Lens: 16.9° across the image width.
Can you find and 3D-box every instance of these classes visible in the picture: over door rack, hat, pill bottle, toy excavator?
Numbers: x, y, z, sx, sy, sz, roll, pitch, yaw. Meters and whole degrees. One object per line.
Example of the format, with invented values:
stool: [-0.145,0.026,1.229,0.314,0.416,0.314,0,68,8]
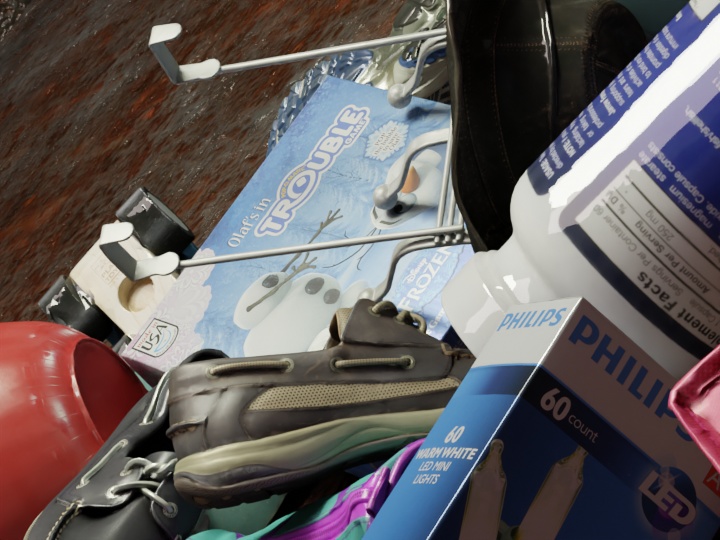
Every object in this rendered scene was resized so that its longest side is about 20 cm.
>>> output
over door rack: [-0.018,-0.054,1.222,0.199,0.067,0.148,0,52,11]
hat: [0.092,-0.075,1.095,0.081,0.201,0.201,-5,34,13]
pill bottle: [0.134,-0.027,0.989,0.200,0.116,0.116,-45,18,14]
toy excavator: [-0.125,0.020,1.569,0.100,0.200,0.194,-49,62,1]

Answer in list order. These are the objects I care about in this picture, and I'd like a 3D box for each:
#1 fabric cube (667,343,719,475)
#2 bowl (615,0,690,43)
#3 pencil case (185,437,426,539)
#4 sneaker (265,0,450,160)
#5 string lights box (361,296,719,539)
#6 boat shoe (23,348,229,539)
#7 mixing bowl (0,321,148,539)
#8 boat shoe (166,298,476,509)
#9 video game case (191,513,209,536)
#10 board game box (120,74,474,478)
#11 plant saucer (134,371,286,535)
fabric cube: [0.217,0.048,0.494,0.196,0.199,0.200,-49,17,8]
bowl: [0.149,-0.173,1.175,0.201,0.200,0.105,-89,22,-63]
pencil case: [-0.010,0.134,1.046,0.200,0.092,0.085,-29,35,51]
sneaker: [0.027,-0.095,1.447,0.200,0.085,0.077,-33,38,30]
string lights box: [0.054,0.120,0.904,0.200,0.103,0.059,-56,18,-18]
boat shoe: [-0.106,0.102,1.140,0.200,0.072,0.063,-57,-9,-58]
mixing bowl: [-0.165,0.102,1.259,0.108,0.200,0.200,-31,22,14]
boat shoe: [0.008,0.047,1.063,0.199,0.074,0.074,-13,-9,-21]
video game case: [-0.133,0.232,1.158,0.182,0.023,0.200,-61,6,26]
board game box: [0.000,0.000,1.259,0.199,0.043,0.200,17,66,47]
plant saucer: [-0.090,0.082,1.354,0.200,0.036,0.201,-41,36,38]
